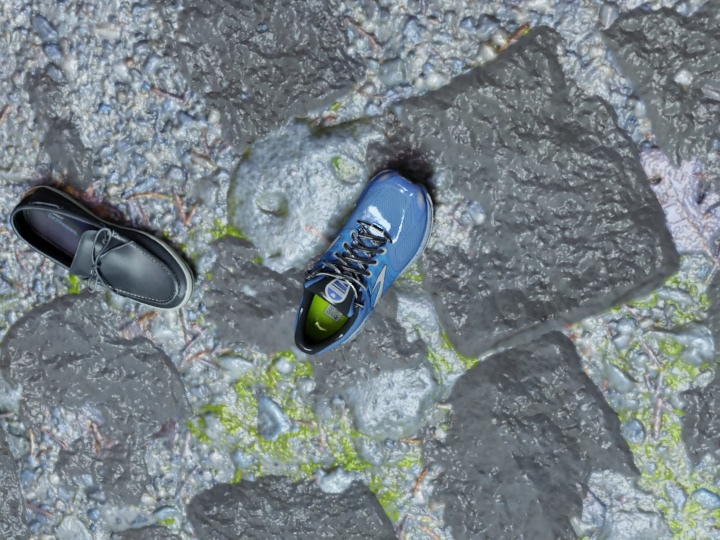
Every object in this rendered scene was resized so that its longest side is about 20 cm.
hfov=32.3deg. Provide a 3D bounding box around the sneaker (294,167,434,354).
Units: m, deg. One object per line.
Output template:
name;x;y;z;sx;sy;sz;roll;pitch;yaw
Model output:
sneaker;0.000;0.000;1.118;0.079;0.089;0.200;31;115;6

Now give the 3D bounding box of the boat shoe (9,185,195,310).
boat shoe;-0.255;-0.017;1.216;0.200;0.062;0.075;30;113;6
